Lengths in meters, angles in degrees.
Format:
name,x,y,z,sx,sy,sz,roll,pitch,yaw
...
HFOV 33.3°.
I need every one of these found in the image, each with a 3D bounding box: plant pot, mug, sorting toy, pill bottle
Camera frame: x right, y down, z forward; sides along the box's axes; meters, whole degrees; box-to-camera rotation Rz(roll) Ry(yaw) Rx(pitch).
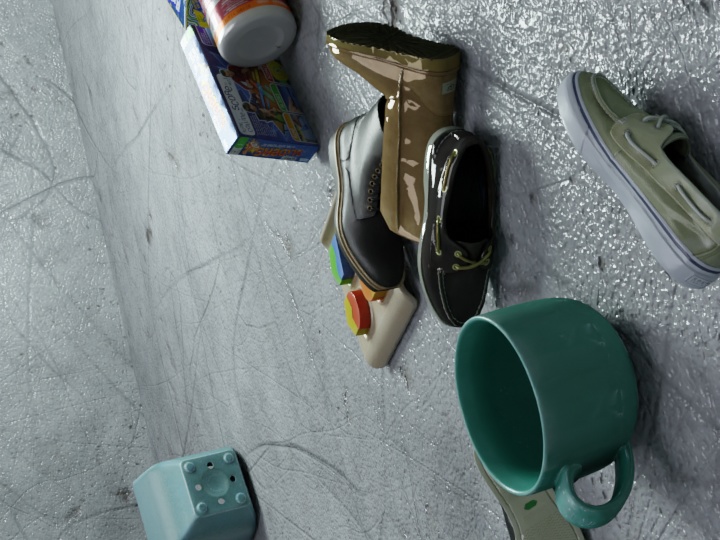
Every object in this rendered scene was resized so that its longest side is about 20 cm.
name,x,y,z,sx,sy,sz,roll,pitch,yaw
plant pot,-0.309,0.448,2.343,0.200,0.194,0.197,-52,53,54
mug,0.168,0.116,1.018,0.152,0.113,0.187,158,98,-68
sorting toy,0.000,0.000,1.490,0.186,0.036,0.202,113,139,-57
pill bottle,-0.165,-0.379,1.595,0.110,0.108,0.202,114,138,-57

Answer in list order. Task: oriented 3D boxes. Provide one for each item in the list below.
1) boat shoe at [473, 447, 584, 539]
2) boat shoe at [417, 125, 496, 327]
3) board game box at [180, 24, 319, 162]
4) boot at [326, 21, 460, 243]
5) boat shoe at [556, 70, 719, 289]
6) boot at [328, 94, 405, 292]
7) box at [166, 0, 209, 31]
name,x,y,z,sx,sy,sz,roll,pitch,yaw
boat shoe,0.176,0.243,1.166,0.202,0.071,0.068,67,-166,10
boat shoe,0.097,-0.035,1.171,0.061,0.071,0.204,-146,49,-66
board game box,-0.148,-0.235,1.598,0.034,0.134,0.201,-48,54,37
boot,0.032,-0.142,1.242,0.174,0.066,0.202,28,130,40
boat shoe,0.214,-0.080,0.876,0.062,0.071,0.201,-50,55,34
boot,0.024,-0.087,1.336,0.138,0.077,0.202,-33,72,63
box,-0.277,-0.458,1.900,0.201,0.064,0.071,-122,29,-42
